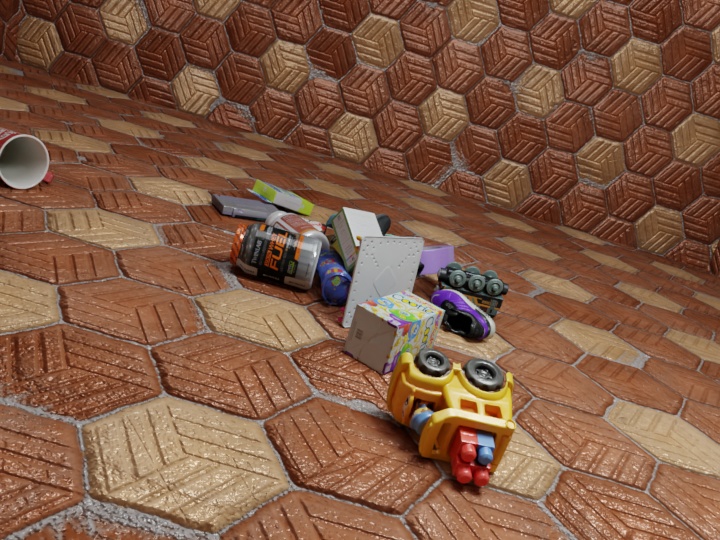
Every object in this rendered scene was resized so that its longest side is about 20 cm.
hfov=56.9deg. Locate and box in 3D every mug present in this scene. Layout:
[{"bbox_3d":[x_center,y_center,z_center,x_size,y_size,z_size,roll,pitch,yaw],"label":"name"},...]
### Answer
[{"bbox_3d":[-0.903,-0.283,1.700,0.198,0.179,0.134,22,53,30],"label":"mug"}]

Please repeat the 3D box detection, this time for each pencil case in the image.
[{"bbox_3d":[-0.064,0.016,1.584,0.077,0.088,0.200,-22,21,-1],"label":"pencil case"}]

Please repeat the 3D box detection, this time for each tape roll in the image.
[{"bbox_3d":[0.160,-0.029,1.834,0.196,0.067,0.200,-4,4,0],"label":"tape roll"}]

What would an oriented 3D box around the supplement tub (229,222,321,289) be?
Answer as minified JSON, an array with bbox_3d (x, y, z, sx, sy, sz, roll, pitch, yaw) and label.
[{"bbox_3d":[-0.197,-0.037,1.547,0.197,0.124,0.123,15,17,-4],"label":"supplement tub"}]

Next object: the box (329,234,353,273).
[{"bbox_3d":[0.013,-0.014,1.628,0.201,0.050,0.075,53,32,8],"label":"box"}]

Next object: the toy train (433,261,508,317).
[{"bbox_3d":[0.288,0.052,1.743,0.197,0.116,0.085,12,21,-10],"label":"toy train"}]

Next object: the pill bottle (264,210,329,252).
[{"bbox_3d":[-0.172,-0.082,1.726,0.111,0.114,0.200,4,22,-36],"label":"pill bottle"}]

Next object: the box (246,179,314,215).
[{"bbox_3d":[-0.263,-0.241,2.190,0.121,0.048,0.199,32,10,40],"label":"box"}]

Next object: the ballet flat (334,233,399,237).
[{"bbox_3d":[0.021,-0.079,1.893,0.196,0.064,0.069,10,-8,1],"label":"ballet flat"}]

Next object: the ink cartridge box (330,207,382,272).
[{"bbox_3d":[0.009,-0.046,1.559,0.103,0.059,0.202,8,52,-41],"label":"ink cartridge box"}]

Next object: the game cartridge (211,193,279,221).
[{"bbox_3d":[-0.345,-0.188,2.032,0.197,0.039,0.130,6,24,-31],"label":"game cartridge"}]

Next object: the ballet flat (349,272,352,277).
[{"bbox_3d":[0.000,0.000,1.710,0.071,0.073,0.201,15,17,-4],"label":"ballet flat"}]

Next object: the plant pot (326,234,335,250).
[{"bbox_3d":[-0.012,-0.058,1.951,0.197,0.028,0.200,16,18,-5],"label":"plant pot"}]

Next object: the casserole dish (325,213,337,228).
[{"bbox_3d":[-0.010,-0.129,1.949,0.198,0.039,0.120,20,-11,-39],"label":"casserole dish"}]

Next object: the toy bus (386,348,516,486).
[{"bbox_3d":[0.141,0.239,1.036,0.197,0.137,0.193,13,33,-3],"label":"toy bus"}]

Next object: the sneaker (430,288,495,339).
[{"bbox_3d":[0.226,0.103,1.604,0.098,0.071,0.199,-2,25,-41],"label":"sneaker"}]

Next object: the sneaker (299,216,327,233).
[{"bbox_3d":[-0.156,-0.105,1.897,0.106,0.068,0.202,15,14,-3],"label":"sneaker"}]

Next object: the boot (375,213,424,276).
[{"bbox_3d":[0.086,-0.058,1.713,0.199,0.066,0.164,32,48,29],"label":"boot"}]

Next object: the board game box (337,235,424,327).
[{"bbox_3d":[0.046,0.021,1.460,0.198,0.203,0.026,-1,20,-45],"label":"board game box"}]

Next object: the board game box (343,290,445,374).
[{"bbox_3d":[0.072,0.120,1.342,0.102,0.106,0.199,26,20,28],"label":"board game box"}]
